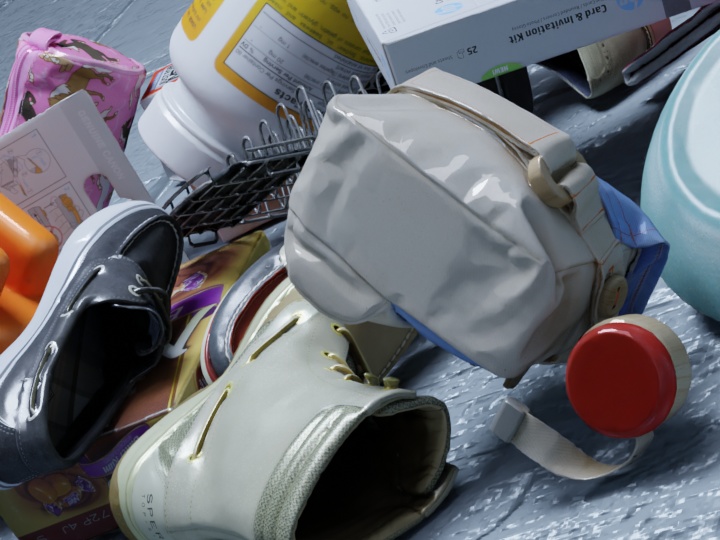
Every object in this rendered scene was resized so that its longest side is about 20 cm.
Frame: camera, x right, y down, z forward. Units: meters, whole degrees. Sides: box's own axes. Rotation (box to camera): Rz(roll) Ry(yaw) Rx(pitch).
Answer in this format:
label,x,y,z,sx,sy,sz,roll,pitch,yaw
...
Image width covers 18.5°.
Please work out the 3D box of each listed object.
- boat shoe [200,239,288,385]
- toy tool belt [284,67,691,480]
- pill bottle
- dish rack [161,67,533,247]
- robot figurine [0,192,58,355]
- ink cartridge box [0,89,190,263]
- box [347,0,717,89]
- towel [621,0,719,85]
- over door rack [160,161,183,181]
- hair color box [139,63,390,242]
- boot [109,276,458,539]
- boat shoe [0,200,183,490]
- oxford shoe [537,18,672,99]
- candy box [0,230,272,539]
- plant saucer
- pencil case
label,x,y,z,sx,sy,sz,roll,pitch,yaw
boat shoe,0.000,0.000,1.125,0.200,0.071,0.063,-37,0,-34
toy tool belt,0.073,-0.004,0.943,0.123,0.200,0.125,-10,-50,-58
pill bottle,-0.041,-0.140,1.293,0.200,0.111,0.111,-52,13,18
dish rack,-0.013,-0.067,1.207,0.200,0.055,0.153,-13,-11,-26
robot figurine,-0.231,0.052,1.207,0.144,0.117,0.200,-93,23,-58
ink cartridge box,-0.212,0.004,1.301,0.200,0.163,0.057,-33,24,-6
box,0.097,-0.154,1.142,0.200,0.041,0.156,-18,23,-2
towel,0.242,-0.175,1.214,0.200,0.023,0.144,-34,-2,-19
over door rack,-0.047,-0.133,1.548,0.148,0.067,0.200,-42,22,-32
hair color box,-0.024,-0.113,1.394,0.200,0.111,0.064,-26,18,15
boot,-0.004,0.058,0.999,0.200,0.072,0.155,-44,24,-27
boat shoe,-0.126,0.031,1.087,0.066,0.070,0.200,-7,29,32
oxford shoe,0.086,-0.175,1.305,0.200,0.071,0.074,36,62,23
candy box,-0.109,0.062,1.168,0.117,0.056,0.200,-22,22,21
plant saucer,0.201,-0.066,0.945,0.200,0.036,0.200,-24,42,24
pencil case,-0.200,-0.053,1.394,0.087,0.083,0.200,-36,-33,-76
